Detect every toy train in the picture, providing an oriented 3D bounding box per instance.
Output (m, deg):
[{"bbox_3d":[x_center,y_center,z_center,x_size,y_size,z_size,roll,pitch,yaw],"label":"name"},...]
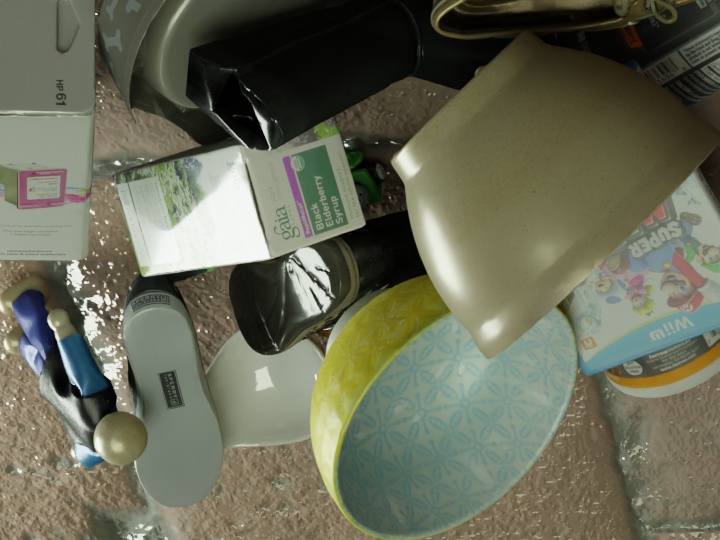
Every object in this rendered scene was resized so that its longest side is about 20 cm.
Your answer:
[{"bbox_3d":[-0.072,-0.036,1.843,0.200,0.056,0.042,-18,121,25],"label":"toy train"}]

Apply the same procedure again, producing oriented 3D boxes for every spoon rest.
[{"bbox_3d":[-0.095,0.103,1.930,0.200,0.061,0.099,-30,97,41],"label":"spoon rest"}]

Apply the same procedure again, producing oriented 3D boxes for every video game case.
[{"bbox_3d":[0.166,-0.031,1.669,0.143,0.018,0.200,-22,115,25],"label":"video game case"}]

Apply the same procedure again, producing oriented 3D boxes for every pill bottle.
[{"bbox_3d":[0.234,-0.177,1.631,0.200,0.106,0.106,-29,116,29],"label":"pill bottle"},{"bbox_3d":[0.186,-0.018,1.758,0.116,0.116,0.200,-18,121,25],"label":"pill bottle"}]

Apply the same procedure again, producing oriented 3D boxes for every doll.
[{"bbox_3d":[-0.217,0.081,1.885,0.048,0.200,0.137,-19,130,-21],"label":"doll"}]

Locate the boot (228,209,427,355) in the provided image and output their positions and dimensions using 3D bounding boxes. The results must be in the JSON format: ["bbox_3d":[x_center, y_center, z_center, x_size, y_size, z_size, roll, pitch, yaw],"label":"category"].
[{"bbox_3d":[0.000,0.000,1.810,0.200,0.151,0.073,-32,77,62],"label":"boot"}]

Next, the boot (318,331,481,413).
[{"bbox_3d":[0.035,0.065,1.839,0.201,0.144,0.071,6,127,9],"label":"boot"}]

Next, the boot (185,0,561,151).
[{"bbox_3d":[0.010,-0.127,1.628,0.165,0.200,0.066,24,123,39],"label":"boot"}]

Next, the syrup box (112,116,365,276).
[{"bbox_3d":[-0.086,-0.049,1.717,0.200,0.081,0.079,-8,100,58],"label":"syrup box"}]

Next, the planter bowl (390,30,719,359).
[{"bbox_3d":[0.105,-0.062,1.549,0.135,0.200,0.200,46,125,1],"label":"planter bowl"}]

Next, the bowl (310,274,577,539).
[{"bbox_3d":[0.037,0.072,1.702,0.200,0.108,0.200,-23,134,-26],"label":"bowl"}]

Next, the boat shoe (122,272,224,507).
[{"bbox_3d":[-0.142,0.089,1.885,0.069,0.057,0.200,-6,126,-4],"label":"boat shoe"}]

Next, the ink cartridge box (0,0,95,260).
[{"bbox_3d":[-0.224,-0.116,1.711,0.085,0.145,0.200,1,152,-9],"label":"ink cartridge box"}]

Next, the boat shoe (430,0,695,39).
[{"bbox_3d":[0.143,-0.177,1.561,0.200,0.063,0.073,-10,124,19],"label":"boat shoe"}]

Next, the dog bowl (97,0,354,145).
[{"bbox_3d":[-0.088,-0.176,1.666,0.059,0.200,0.200,48,134,27],"label":"dog bowl"}]
